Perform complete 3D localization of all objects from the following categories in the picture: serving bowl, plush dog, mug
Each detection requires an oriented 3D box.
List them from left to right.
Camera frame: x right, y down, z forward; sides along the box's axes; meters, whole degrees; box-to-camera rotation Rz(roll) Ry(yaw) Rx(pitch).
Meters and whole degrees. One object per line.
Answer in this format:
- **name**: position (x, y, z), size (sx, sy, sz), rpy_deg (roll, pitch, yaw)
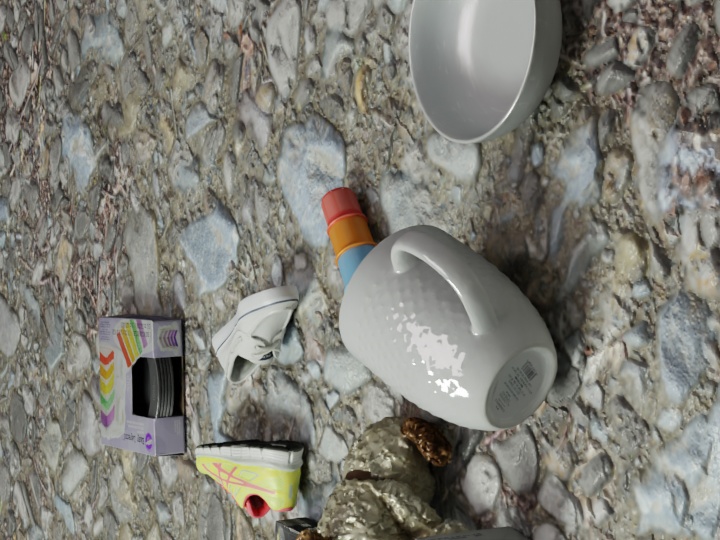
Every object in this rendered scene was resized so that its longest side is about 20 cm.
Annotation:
- **plush dog**: position (0.018, 0.229, 1.593), size (0.200, 0.160, 0.173), rpy_deg (-29, 41, 53)
- **mug**: position (0.083, 0.045, 1.428), size (0.175, 0.147, 0.201), rpy_deg (37, 157, 41)
- **serving bowl**: position (0.124, -0.216, 1.458), size (0.200, 0.065, 0.202), rpy_deg (1, 91, 58)

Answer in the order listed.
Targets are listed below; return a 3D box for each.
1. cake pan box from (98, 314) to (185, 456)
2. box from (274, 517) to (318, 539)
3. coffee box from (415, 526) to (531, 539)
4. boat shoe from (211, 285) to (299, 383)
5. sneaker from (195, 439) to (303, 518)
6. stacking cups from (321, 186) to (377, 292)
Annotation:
- **cake pan box**: position (-0.299, 0.155, 2.167), size (0.199, 0.052, 0.186), rpy_deg (2, 95, 58)
- **box**: position (-0.043, 0.392, 1.763), size (0.161, 0.049, 0.202), rpy_deg (9, 99, 56)
- **coffee box**: position (0.103, 0.349, 1.464), size (0.080, 0.112, 0.202), rpy_deg (26, 113, 55)
- **boat shoe**: position (-0.116, 0.077, 1.861), size (0.200, 0.073, 0.066), rpy_deg (-49, 55, 60)
- **sneaker**: position (-0.137, 0.248, 1.883), size (0.199, 0.078, 0.091), rpy_deg (-5, 89, 58)
- **stacking cups**: position (0.000, 0.000, 1.668), size (0.061, 0.060, 0.201), rpy_deg (-54, 48, 44)
